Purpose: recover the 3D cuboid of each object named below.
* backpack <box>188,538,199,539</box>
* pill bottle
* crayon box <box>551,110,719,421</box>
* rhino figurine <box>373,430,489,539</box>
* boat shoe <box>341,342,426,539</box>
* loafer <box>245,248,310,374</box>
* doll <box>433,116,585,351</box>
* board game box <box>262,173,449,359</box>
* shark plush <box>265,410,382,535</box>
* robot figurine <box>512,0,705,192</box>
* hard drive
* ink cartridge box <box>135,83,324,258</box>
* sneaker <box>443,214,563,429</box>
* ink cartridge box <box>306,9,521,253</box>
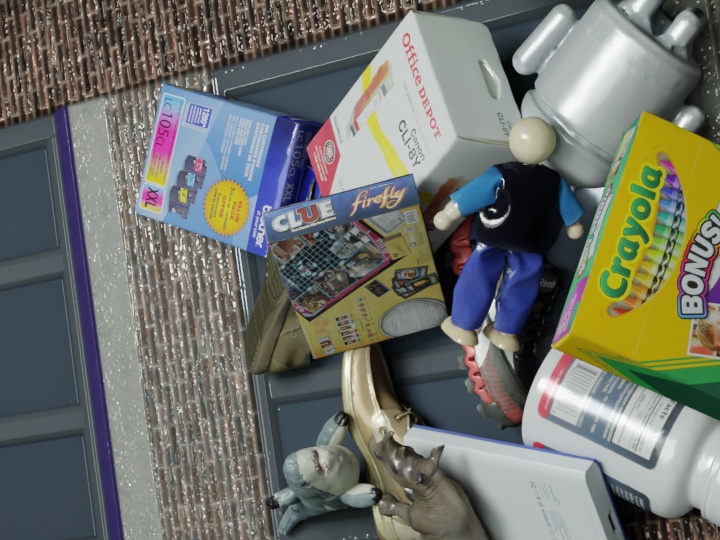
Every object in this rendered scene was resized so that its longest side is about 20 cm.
[{"bbox_3d":[-0.191,0.368,1.711,0.154,0.199,0.192,43,117,28],"label":"backpack"},{"bbox_3d":[0.248,0.139,1.487,0.199,0.119,0.121,25,103,27],"label":"pill bottle"},{"bbox_3d":[0.267,-0.001,1.418,0.171,0.058,0.202,23,71,-7],"label":"crayon box"},{"bbox_3d":[0.065,0.211,1.544,0.087,0.060,0.201,12,138,44],"label":"rhino figurine"},{"bbox_3d":[0.034,0.156,1.644,0.064,0.071,0.202,-13,94,25],"label":"boat shoe"},{"bbox_3d":[-0.058,0.023,1.663,0.201,0.067,0.077,116,149,-46],"label":"loafer"},{"bbox_3d":[0.123,-0.033,1.483,0.049,0.135,0.202,-120,42,-62],"label":"doll"},{"bbox_3d":[0.000,0.000,1.548,0.134,0.201,0.035,-15,57,2],"label":"board game box"},{"bbox_3d":[-0.054,0.198,1.650,0.092,0.083,0.200,69,157,7],"label":"shark plush"},{"bbox_3d":[0.212,-0.154,1.508,0.169,0.113,0.201,39,110,9],"label":"robot figurine"},{"bbox_3d":[0.139,0.206,1.542,0.199,0.025,0.133,7,130,42],"label":"hard drive"},{"bbox_3d":[-0.112,-0.093,1.719,0.198,0.076,0.138,17,99,27],"label":"ink cartridge box"},{"bbox_3d":[0.136,0.039,1.577,0.097,0.071,0.203,-11,84,32],"label":"sneaker"},{"bbox_3d":[0.047,-0.112,1.567,0.200,0.083,0.146,-49,48,42],"label":"ink cartridge box"}]
